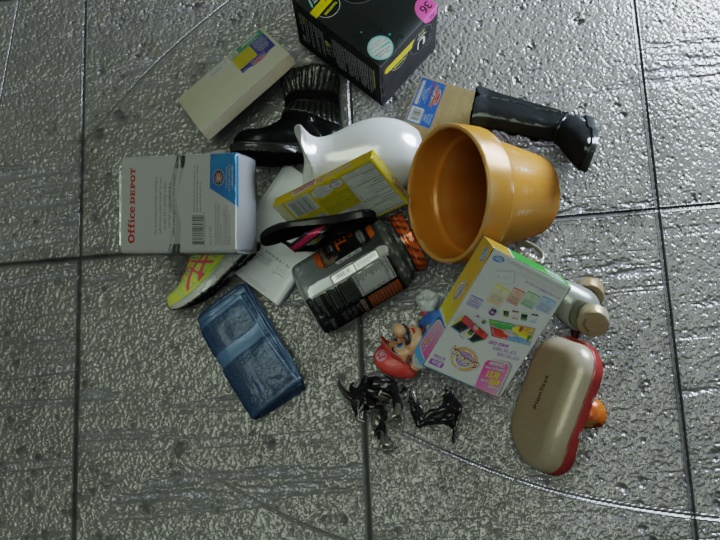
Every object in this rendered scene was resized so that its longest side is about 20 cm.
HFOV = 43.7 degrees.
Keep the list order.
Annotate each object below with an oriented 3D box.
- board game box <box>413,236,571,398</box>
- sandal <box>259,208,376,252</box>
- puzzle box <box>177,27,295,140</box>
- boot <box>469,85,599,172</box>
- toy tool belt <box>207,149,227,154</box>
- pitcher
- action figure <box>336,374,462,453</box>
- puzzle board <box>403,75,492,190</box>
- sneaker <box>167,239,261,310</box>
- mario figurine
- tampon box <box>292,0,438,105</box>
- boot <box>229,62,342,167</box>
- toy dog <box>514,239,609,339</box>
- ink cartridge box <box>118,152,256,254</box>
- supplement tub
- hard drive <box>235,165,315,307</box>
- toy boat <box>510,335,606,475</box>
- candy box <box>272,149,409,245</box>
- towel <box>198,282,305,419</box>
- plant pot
[{"bbox_3d":[0.190,0.071,1.299,0.151,0.040,0.202,24,106,-24],"label":"board game box"},{"bbox_3d":[-0.068,-0.054,1.382,0.196,0.075,0.046,-9,82,19],"label":"sandal"},{"bbox_3d":[-0.213,-0.322,1.536,0.199,0.025,0.133,-40,44,0],"label":"puzzle box"},{"bbox_3d":[0.267,-0.225,1.405,0.196,0.165,0.067,18,114,2],"label":"boot"},{"bbox_3d":[-0.278,-0.101,1.485,0.197,0.125,0.125,-28,67,3],"label":"toy tool belt"},{"bbox_3d":[-0.004,-0.156,1.442,0.195,0.175,0.122,-6,34,-12],"label":"pitcher"},{"bbox_3d":[0.054,0.217,1.373,0.195,0.120,0.104,8,62,3],"label":"action figure"},{"bbox_3d":[0.136,-0.212,1.499,0.148,0.017,0.204,19,81,13],"label":"puzzle board"},{"bbox_3d":[-0.252,-0.014,1.466,0.199,0.078,0.091,-41,84,18],"label":"sneaker"},{"bbox_3d":[0.103,0.086,1.390,0.198,0.124,0.107,-33,84,-6],"label":"mario figurine"},{"bbox_3d":[0.009,-0.410,1.492,0.199,0.127,0.150,39,77,14],"label":"tampon box"},{"bbox_3d":[-0.124,-0.260,1.494,0.207,0.079,0.162,-4,78,-23],"label":"boot"},{"bbox_3d":[0.288,0.051,1.385,0.198,0.131,0.098,31,126,18],"label":"toy dog"},{"bbox_3d":[-0.264,-0.099,1.383,0.195,0.086,0.150,0,90,17],"label":"ink cartridge box"},{"bbox_3d":[0.000,0.000,1.421,0.197,0.123,0.124,-30,76,1],"label":"supplement tub"},{"bbox_3d":[-0.129,-0.060,1.503,0.131,0.025,0.202,34,85,13],"label":"hard drive"},{"bbox_3d":[0.314,0.208,1.343,0.129,0.130,0.204,20,91,-25],"label":"toy boat"},{"bbox_3d":[-0.032,-0.108,1.390,0.197,0.102,0.027,-22,40,31],"label":"candy box"},{"bbox_3d":[-0.180,0.132,1.460,0.111,0.049,0.202,-34,76,1],"label":"towel"},{"bbox_3d":[0.198,-0.115,1.370,0.180,0.199,0.205,-2,74,-33],"label":"plant pot"}]
